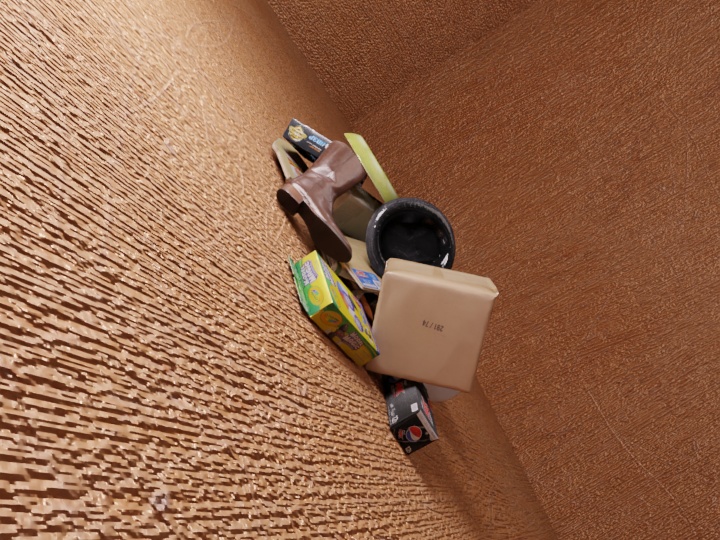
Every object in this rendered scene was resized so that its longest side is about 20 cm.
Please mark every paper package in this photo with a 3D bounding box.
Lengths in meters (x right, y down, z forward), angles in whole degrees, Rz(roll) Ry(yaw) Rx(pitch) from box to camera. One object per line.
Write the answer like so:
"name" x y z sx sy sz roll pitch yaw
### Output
"paper package" 0.121 0.094 1.138 0.104 0.195 0.195 -69 171 -74

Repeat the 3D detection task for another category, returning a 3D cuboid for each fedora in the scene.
"fedora" 0.089 -0.047 1.294 0.203 0.199 0.091 59 -21 -7

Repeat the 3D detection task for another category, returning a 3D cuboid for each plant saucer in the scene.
"plant saucer" 0.030 -0.202 1.334 0.202 0.031 0.200 59 5 -9

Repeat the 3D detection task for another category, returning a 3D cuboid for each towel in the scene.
"towel" 0.000 0.000 1.283 0.198 0.031 0.150 31 22 -32

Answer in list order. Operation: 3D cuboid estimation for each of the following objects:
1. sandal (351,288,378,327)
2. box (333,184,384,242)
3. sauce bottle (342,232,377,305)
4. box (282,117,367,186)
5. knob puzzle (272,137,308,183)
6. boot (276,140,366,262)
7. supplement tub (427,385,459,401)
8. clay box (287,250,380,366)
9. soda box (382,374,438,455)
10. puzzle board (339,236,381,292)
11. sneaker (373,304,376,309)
"sandal" 0.020 0.082 1.267 0.080 0.059 0.207 59 9 -12
"box" -0.004 -0.119 1.351 0.199 0.082 0.069 30 29 -53
"sauce bottle" -0.011 -0.021 1.397 0.203 0.064 0.065 63 9 12
"box" -0.070 -0.244 1.391 0.157 0.047 0.200 32 1 7
"knob puzzle" -0.131 -0.197 1.369 0.221 0.030 0.220 52 13 -16
"boot" -0.035 -0.135 1.205 0.187 0.064 0.200 48 49 -3
"supplement tub" 0.162 0.186 1.488 0.141 0.139 0.201 54 11 -31
"clay box" -0.042 0.057 1.038 0.201 0.047 0.116 52 12 -47
"soda box" 0.086 0.234 1.161 0.071 0.063 0.201 57 10 -19
"puzzle board" 0.015 -0.006 1.256 0.199 0.017 0.152 13 35 -56
"sneaker" 0.031 0.024 1.466 0.141 0.077 0.200 56 -6 -8
